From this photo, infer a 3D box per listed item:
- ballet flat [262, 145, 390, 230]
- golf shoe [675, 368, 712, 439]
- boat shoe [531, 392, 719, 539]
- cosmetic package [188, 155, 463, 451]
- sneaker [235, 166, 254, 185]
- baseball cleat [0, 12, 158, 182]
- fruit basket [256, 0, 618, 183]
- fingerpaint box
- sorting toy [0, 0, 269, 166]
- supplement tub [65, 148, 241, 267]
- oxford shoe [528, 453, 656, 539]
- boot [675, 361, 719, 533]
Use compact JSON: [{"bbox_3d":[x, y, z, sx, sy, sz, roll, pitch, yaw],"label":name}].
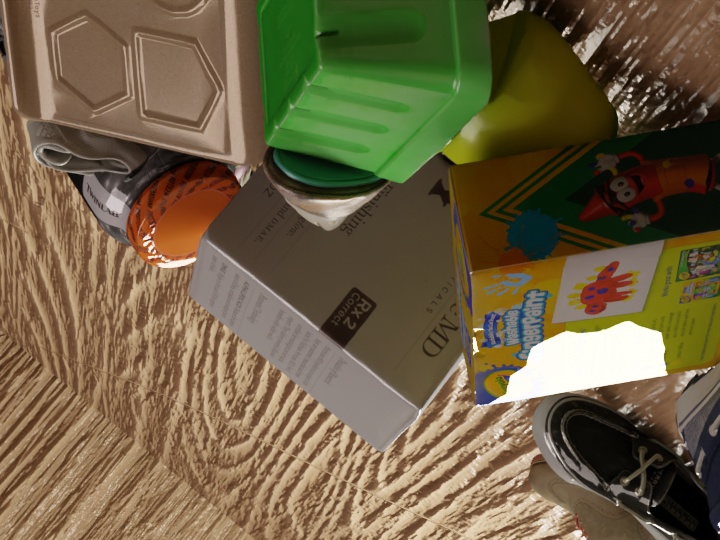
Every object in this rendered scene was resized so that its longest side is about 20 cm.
[{"bbox_3d":[-0.008,-0.064,1.161,0.068,0.200,0.067,38,123,15],"label":"ballet flat"},{"bbox_3d":[0.262,0.122,1.226,0.078,0.095,0.200,42,164,-13],"label":"golf shoe"},{"bbox_3d":[0.228,0.164,1.447,0.200,0.071,0.064,36,165,-16],"label":"boat shoe"},{"bbox_3d":[0.000,0.000,1.339,0.200,0.165,0.165,38,162,3],"label":"cosmetic package"},{"bbox_3d":[-0.118,-0.083,1.555,0.090,0.075,0.200,26,167,-21],"label":"sneaker"},{"bbox_3d":[-0.231,-0.144,1.303,0.199,0.107,0.070,36,149,-5],"label":"baseball cleat"},{"bbox_3d":[0.052,-0.126,1.031,0.214,0.157,0.216,-4,170,-1],"label":"fruit basket"},{"bbox_3d":[0.139,-0.001,1.057,0.200,0.166,0.074,79,-179,-64],"label":"fingerpaint box"},{"bbox_3d":[-0.148,-0.172,1.188,0.199,0.036,0.186,11,122,21],"label":"sorting toy"},{"bbox_3d":[-0.180,-0.104,1.432,0.200,0.122,0.123,54,172,32],"label":"supplement tub"},{"bbox_3d":[0.213,0.220,1.590,0.199,0.075,0.071,19,155,49],"label":"oxford shoe"},{"bbox_3d":[0.256,0.087,1.089,0.200,0.072,0.091,110,152,-60],"label":"boot"}]
